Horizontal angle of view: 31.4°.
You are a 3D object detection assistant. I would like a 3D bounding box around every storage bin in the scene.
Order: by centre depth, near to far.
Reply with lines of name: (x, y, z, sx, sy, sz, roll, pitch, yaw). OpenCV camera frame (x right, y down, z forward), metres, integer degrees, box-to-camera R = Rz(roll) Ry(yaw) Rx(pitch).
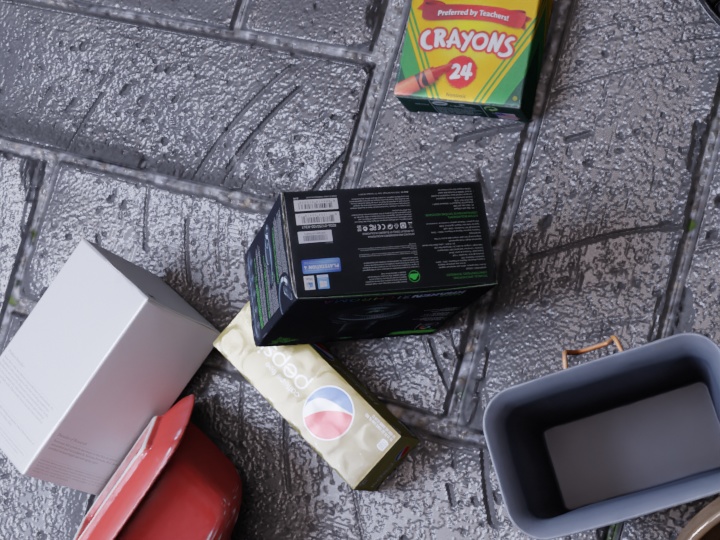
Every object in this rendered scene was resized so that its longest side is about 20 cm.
storage bin: (0.217, 0.134, 1.064, 0.200, 0.134, 0.146, -19, 74, 14)

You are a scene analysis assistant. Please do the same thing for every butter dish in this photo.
butter dish: (-0.168, 0.237, 1.170, 0.148, 0.199, 0.200, 34, 93, -8)

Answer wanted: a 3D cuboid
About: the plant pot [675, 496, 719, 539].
plant pot: (0.333, 0.243, 1.005, 0.201, 0.093, 0.201, 2, 106, 6)

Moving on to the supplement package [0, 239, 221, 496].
supplement package: (-0.255, 0.095, 1.230, 0.121, 0.120, 0.200, 38, 93, 37)

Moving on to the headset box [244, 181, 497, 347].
headset box: (0.000, 0.000, 1.111, 0.174, 0.200, 0.093, -4, 76, -16)

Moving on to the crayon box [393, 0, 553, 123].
crayon box: (0.114, -0.248, 1.220, 0.127, 0.051, 0.200, 8, 82, 21)

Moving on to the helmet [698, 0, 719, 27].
helmet: (0.366, -0.286, 1.066, 0.200, 0.191, 0.200, 16, 124, 25)

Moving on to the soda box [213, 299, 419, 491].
soda box: (-0.043, 0.113, 1.195, 0.200, 0.064, 0.068, 43, 95, 22)
